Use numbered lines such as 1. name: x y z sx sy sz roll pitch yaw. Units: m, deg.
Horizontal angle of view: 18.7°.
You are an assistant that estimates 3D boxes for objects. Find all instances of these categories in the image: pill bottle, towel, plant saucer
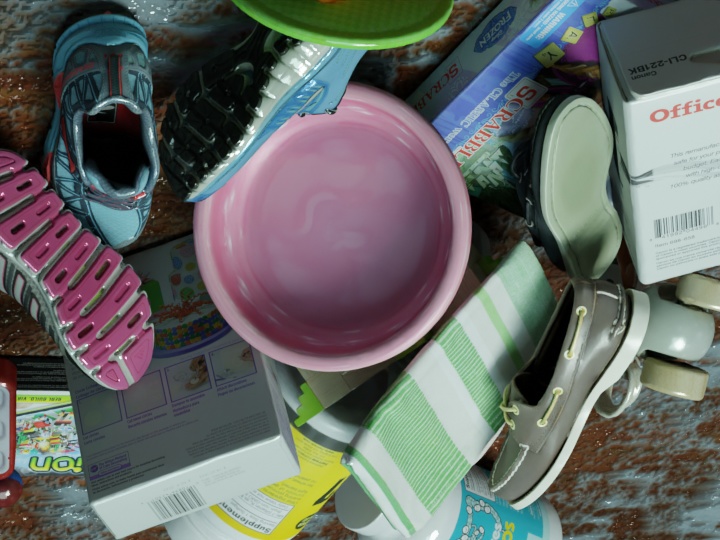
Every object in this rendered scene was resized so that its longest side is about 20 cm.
1. pill bottle: -0.068 0.144 1.719 0.114 0.115 0.200 16 130 -32
2. pill bottle: 0.072 0.216 1.875 0.200 0.111 0.111 25 126 -38
3. towel: 0.073 0.089 1.567 0.200 0.023 0.153 -48 147 -9
4. plant saucer: -0.016 -0.031 1.526 0.200 0.201 0.051 -29 173 15

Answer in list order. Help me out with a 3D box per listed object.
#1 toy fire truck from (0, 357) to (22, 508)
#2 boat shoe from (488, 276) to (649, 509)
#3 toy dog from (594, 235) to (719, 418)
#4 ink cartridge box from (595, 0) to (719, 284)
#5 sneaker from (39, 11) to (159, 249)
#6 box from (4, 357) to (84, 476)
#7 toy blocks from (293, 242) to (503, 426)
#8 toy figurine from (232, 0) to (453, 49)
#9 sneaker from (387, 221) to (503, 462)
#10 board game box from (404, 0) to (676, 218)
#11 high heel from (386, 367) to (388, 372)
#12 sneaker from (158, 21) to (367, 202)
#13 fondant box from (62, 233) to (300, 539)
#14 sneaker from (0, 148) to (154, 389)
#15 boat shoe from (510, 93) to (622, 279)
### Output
1. toy fire truck: -0.337 0.140 1.634 0.167 0.112 0.200 1 135 -7
2. boat shoe: 0.136 0.087 1.571 0.059 0.072 0.200 20 123 -15
3. toy dog: 0.201 0.032 1.650 0.096 0.132 0.200 18 165 -21
4. ink cartridge box: 0.248 -0.097 1.527 0.144 0.084 0.200 -15 141 -1
5. sneaker: -0.175 -0.073 1.473 0.079 0.096 0.200 -8 139 -9
6. box: -0.228 0.116 1.721 0.199 0.035 0.110 2 137 -20
7. toy blocks: 0.000 0.000 1.590 0.200 0.137 0.100 -35 179 16
8. toy figurine: 0.020 -0.255 1.321 0.200 0.150 0.185 -17 136 -34
9. sneaker: 0.071 0.063 1.682 0.075 0.201 0.105 7 175 28
10. board game box: 0.154 -0.121 1.566 0.199 0.041 0.200 21 128 -36
11. high heel: 0.055 0.071 1.736 0.142 0.072 0.200 8 138 -24
12. sneaker: -0.050 -0.115 1.461 0.200 0.078 0.090 -45 140 12
13. fondant box: -0.135 0.076 1.576 0.144 0.200 0.058 -20 144 5
14. sneaker: -0.221 0.000 1.524 0.087 0.074 0.200 -1 132 55
15. boat shoe: 0.138 -0.066 1.544 0.075 0.066 0.199 -48 150 -12
